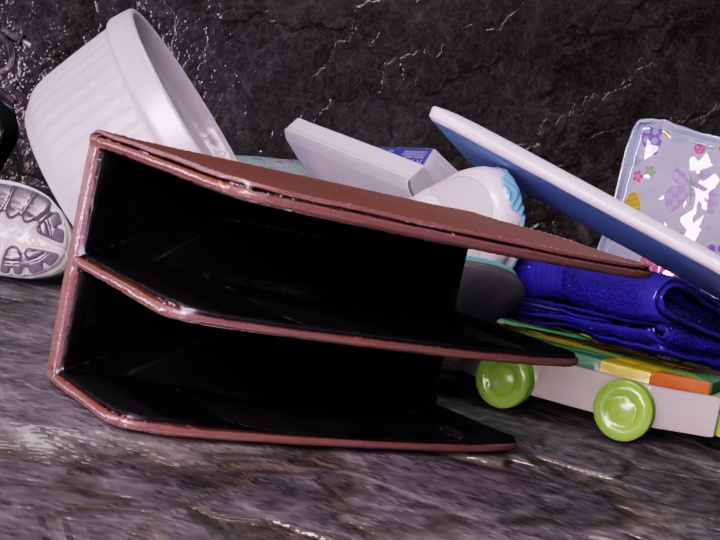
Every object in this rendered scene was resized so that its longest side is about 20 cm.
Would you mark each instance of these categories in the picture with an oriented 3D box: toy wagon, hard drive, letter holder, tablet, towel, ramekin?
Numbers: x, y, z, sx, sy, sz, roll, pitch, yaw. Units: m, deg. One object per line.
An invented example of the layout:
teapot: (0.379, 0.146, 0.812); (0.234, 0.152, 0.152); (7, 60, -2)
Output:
toy wagon: (0.161, 0.071, 0.653); (0.197, 0.040, 0.155); (13, 3, 26)
hard drive: (0.019, -0.057, 0.953); (0.199, 0.026, 0.133); (30, -22, 53)
letter holder: (0.000, 0.020, 0.438); (0.198, 0.102, 0.141); (9, 6, -35)
tablet: (0.138, -0.038, 0.662); (0.198, 0.014, 0.130); (31, 3, 19)
towel: (0.149, 0.024, 0.711); (0.147, 0.050, 0.199); (19, -3, -40)
ramekin: (-0.157, -0.078, 0.812); (0.104, 0.202, 0.200); (-30, 2, 2)

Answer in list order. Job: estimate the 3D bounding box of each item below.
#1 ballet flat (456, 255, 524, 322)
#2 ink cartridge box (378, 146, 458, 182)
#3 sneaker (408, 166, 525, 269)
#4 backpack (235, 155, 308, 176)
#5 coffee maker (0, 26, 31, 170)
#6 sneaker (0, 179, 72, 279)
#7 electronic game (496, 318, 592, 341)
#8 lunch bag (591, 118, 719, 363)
ballet flat: (-0.003, 0.027, 0.623); (0.197, 0.074, 0.073); (6, 3, -8)
ink cartridge box: (0.096, -0.037, 1.021); (0.199, 0.045, 0.094); (40, -13, -28)
sneaker: (0.018, -0.002, 0.689); (0.080, 0.078, 0.199); (3, -26, -46)
backpack: (-0.082, -0.052, 1.171); (0.198, 0.129, 0.166); (2, 14, -37)
coffee maker: (-0.364, -0.130, 0.944); (0.133, 0.195, 0.200); (10, 3, -15)
sneaker: (-0.289, -0.034, 0.761); (0.197, 0.079, 0.080); (20, -9, 1)
electronic game: (0.119, 0.042, 0.957); (0.197, 0.042, 0.200); (15, 5, -1)
lunch bag: (0.257, -0.004, 0.889); (0.126, 0.203, 0.169); (21, 6, 22)
